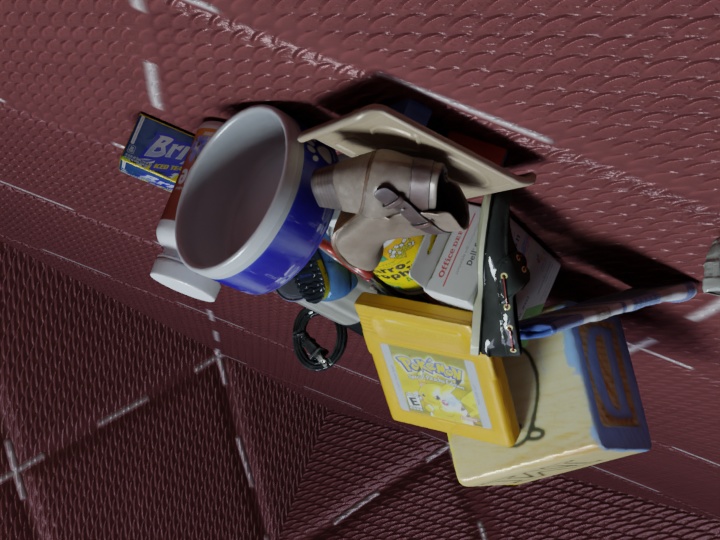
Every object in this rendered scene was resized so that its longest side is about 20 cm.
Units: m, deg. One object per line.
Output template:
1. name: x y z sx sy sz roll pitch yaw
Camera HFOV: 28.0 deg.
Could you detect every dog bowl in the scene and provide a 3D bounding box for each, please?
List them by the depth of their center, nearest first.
1. dog bowl: -0.115 -0.078 1.596 0.079 0.201 0.200 26 168 -36

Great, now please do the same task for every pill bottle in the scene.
1. pill bottle: 0.027 -0.056 1.657 0.113 0.113 0.200 14 166 34
2. pill bottle: -0.178 -0.070 1.746 0.112 0.201 0.112 20 169 4

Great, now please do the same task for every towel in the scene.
1. towel: 0.269 0.048 1.649 0.199 0.024 0.147 -15 180 -22

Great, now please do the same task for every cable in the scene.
1. cable: 0.080 0.033 1.768 0.200 0.050 0.097 27 157 35

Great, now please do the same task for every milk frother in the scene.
1. milk frother: -0.055 0.044 2.008 0.188 0.200 0.180 29 -176 -42

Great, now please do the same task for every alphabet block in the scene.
1. alphabet block: 0.232 0.161 1.850 0.200 0.196 0.196 -20 162 27

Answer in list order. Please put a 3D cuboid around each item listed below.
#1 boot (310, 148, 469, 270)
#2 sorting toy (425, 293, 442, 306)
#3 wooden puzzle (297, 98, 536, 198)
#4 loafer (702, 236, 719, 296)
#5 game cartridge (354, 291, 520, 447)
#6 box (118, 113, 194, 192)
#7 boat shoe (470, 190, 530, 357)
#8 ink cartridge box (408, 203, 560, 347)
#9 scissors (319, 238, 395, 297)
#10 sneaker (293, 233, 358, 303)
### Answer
1. boot: 0.041 -0.054 1.474 0.146 0.070 0.200 2 154 22
2. sorting toy: 0.088 0.012 1.931 0.180 0.107 0.200 33 -169 29
3. wooden puzzle: 0.057 -0.126 1.463 0.199 0.046 0.185 21 170 -20
4. loafer: 0.431 0.028 1.414 0.199 0.070 0.070 21 169 5
5. game cartridge: 0.092 0.119 1.727 0.176 0.032 0.200 10 138 31
6. box: -0.208 -0.128 1.865 0.199 0.070 0.064 23 167 -7
7. boat shoe: 0.154 -0.001 1.569 0.063 0.202 0.074 3 -160 8
8. ink cartridge box: 0.147 0.000 1.684 0.067 0.117 0.200 17 169 38
9. scissors: 0.000 0.000 1.670 0.073 0.014 0.200 30 178 17
10. sneaker: -0.051 -0.063 1.708 0.078 0.201 0.066 -20 -170 -38
